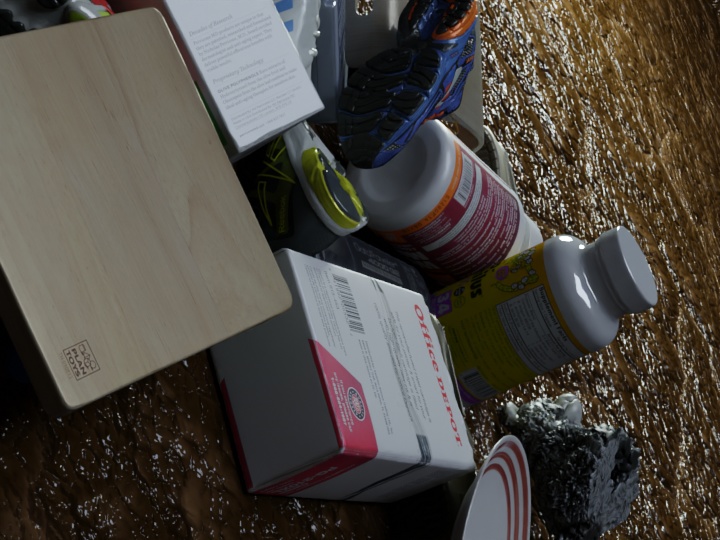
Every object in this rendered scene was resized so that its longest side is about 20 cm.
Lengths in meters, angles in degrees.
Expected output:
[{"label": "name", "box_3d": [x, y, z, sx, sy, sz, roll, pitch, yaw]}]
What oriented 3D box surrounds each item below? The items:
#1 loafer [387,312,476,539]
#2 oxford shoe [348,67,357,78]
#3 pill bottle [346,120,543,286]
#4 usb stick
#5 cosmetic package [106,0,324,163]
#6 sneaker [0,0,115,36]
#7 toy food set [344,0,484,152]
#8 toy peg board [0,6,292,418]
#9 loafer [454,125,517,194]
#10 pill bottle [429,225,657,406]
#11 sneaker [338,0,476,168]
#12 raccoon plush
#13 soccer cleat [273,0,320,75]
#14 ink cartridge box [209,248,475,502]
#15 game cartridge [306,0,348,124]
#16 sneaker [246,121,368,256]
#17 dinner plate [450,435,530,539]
[{"label": "loafer", "box_3d": [0.046, 0.119, 1.257, 0.067, 0.075, 0.203, 23, 56, -59]}, {"label": "oxford shoe", "box_3d": [0.022, -0.192, 1.521, 0.073, 0.071, 0.201, 43, 31, -33]}, {"label": "pill bottle", "box_3d": [0.080, -0.050, 1.448, 0.200, 0.109, 0.111, 37, 35, -48]}, {"label": "usb stick", "box_3d": [0.000, 0.000, 1.323, 0.199, 0.032, 0.056, 24, 39, -58]}, {"label": "cosmetic package", "box_3d": [-0.120, -0.171, 1.106, 0.084, 0.107, 0.202, -30, 94, -33]}, {"label": "sneaker", "box_3d": [-0.171, -0.147, 1.045, 0.201, 0.076, 0.085, 52, 19, -30]}, {"label": "toy food set", "box_3d": [0.049, -0.206, 1.463, 0.200, 0.060, 0.145, 32, 52, -52]}, {"label": "toy peg board", "box_3d": [-0.168, -0.027, 0.933, 0.198, 0.097, 0.202, -25, 89, -52]}, {"label": "loafer", "box_3d": [0.125, -0.044, 1.598, 0.068, 0.075, 0.202, 26, 53, -58]}, {"label": "pill bottle", "box_3d": [0.151, 0.035, 1.399, 0.104, 0.198, 0.105, 48, 28, -35]}, {"label": "sneaker", "box_3d": [0.049, -0.146, 1.314, 0.201, 0.075, 0.079, -54, 141, -35]}, {"label": "raccoon plush", "box_3d": [0.158, 0.195, 1.453, 0.200, 0.133, 0.097, -48, 132, -32]}, {"label": "soccer cleat", "box_3d": [-0.060, -0.188, 1.225, 0.086, 0.070, 0.201, 34, 76, -17]}, {"label": "ink cartridge box", "box_3d": [-0.013, 0.080, 1.142, 0.199, 0.084, 0.146, 19, 50, -59]}, {"label": "game cartridge", "box_3d": [-0.031, -0.203, 1.369, 0.200, 0.040, 0.135, -85, 170, -65]}, {"label": "sneaker", "box_3d": [-0.057, -0.063, 1.216, 0.075, 0.084, 0.200, 50, 5, -22]}, {"label": "dinner plate", "box_3d": [0.092, 0.223, 1.223, 0.200, 0.024, 0.203, 8, 90, -70]}]
